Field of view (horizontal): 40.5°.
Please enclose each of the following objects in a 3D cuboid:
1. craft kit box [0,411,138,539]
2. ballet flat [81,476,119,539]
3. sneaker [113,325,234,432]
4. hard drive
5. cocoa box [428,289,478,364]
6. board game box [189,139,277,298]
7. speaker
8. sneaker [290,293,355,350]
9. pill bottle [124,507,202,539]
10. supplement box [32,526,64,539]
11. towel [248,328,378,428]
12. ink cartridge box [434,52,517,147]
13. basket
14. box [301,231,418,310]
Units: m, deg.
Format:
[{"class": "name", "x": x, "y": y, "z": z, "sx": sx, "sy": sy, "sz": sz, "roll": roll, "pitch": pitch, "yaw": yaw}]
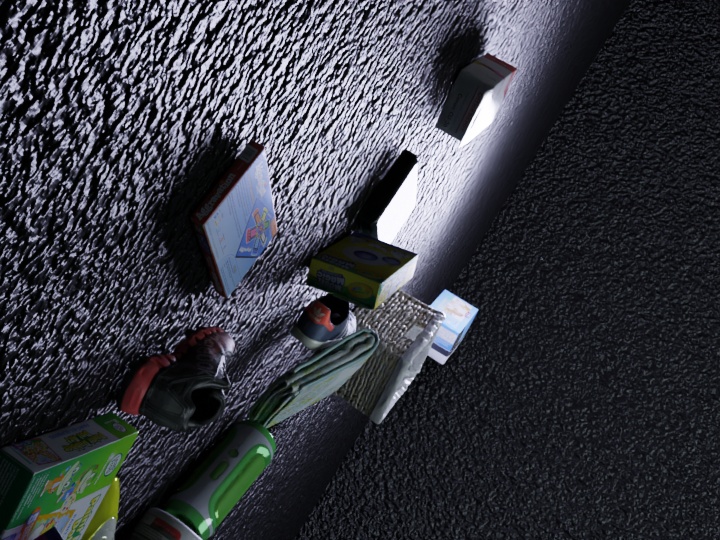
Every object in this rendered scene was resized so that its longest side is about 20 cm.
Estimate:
[{"class": "craft kit box", "x": -0.315, "y": 0.243, "z": 0.930, "sx": 0.201, "sy": 0.048, "sz": 0.197, "roll": -60, "pitch": 172, "yaw": 8}, {"class": "ballet flat", "x": -0.314, "y": 0.324, "z": 1.078, "sx": 0.200, "sy": 0.067, "sz": 0.067, "roll": -53, "pitch": 167, "yaw": -28}, {"class": "sneaker", "x": -0.178, "y": 0.120, "z": 1.064, "sx": 0.071, "sy": 0.098, "sz": 0.200, "roll": -65, "pitch": 169, "yaw": 19}, {"class": "hard drive", "x": 0.050, "y": -0.104, "z": 1.646, "sx": 0.140, "sy": 0.033, "sz": 0.200, "roll": -56, "pitch": 169, "yaw": -14}, {"class": "cocoa box", "x": 0.263, "y": 0.174, "z": 3.070, "sx": 0.200, "sy": 0.133, "sz": 0.132, "roll": -41, "pitch": 158, "yaw": -58}, {"class": "board game box", "x": -0.129, "y": -0.049, "z": 1.034, "sx": 0.103, "sy": 0.019, "sz": 0.200, "roll": -54, "pitch": 168, "yaw": -19}, {"class": "speaker", "x": -0.211, "y": 0.317, "z": 1.475, "sx": 0.200, "sy": 0.088, "sz": 0.089, "roll": -48, "pitch": 165, "yaw": -45}, {"class": "sneaker", "x": -0.040, "y": 0.073, "z": 1.605, "sx": 0.085, "sy": 0.075, "sz": 0.200, "roll": -57, "pitch": 170, "yaw": 16}, {"class": "pill bottle", "x": -0.299, "y": 0.431, "z": 1.308, "sx": 0.200, "sy": 0.114, "sz": 0.114, "roll": -53, "pitch": 168, "yaw": -27}, {"class": "supplement box", "x": -0.311, "y": 0.330, "z": 0.816, "sx": 0.199, "sy": 0.103, "sz": 0.102, "roll": -31, "pitch": 137, "yaw": -25}, {"class": "towel", "x": -0.076, "y": 0.177, "z": 1.596, "sx": 0.199, "sy": 0.048, "sz": 0.171, "roll": -23, "pitch": 164, "yaw": -40}, {"class": "ink cartridge box", "x": 0.197, "y": -0.297, "z": 1.699, "sx": 0.200, "sy": 0.067, "sz": 0.117, "roll": -44, "pitch": 161, "yaw": -59}, {"class": "basket", "x": 0.044, "y": 0.165, "z": 2.006, "sx": 0.198, "sy": 0.160, "sz": 0.201, "roll": -46, "pitch": 162, "yaw": -50}, {"class": "box", "x": 0.000, "y": 0.000, "z": 1.479, "sx": 0.200, "sy": 0.117, "sz": 0.049, "roll": -39, "pitch": 146, "yaw": -62}]
